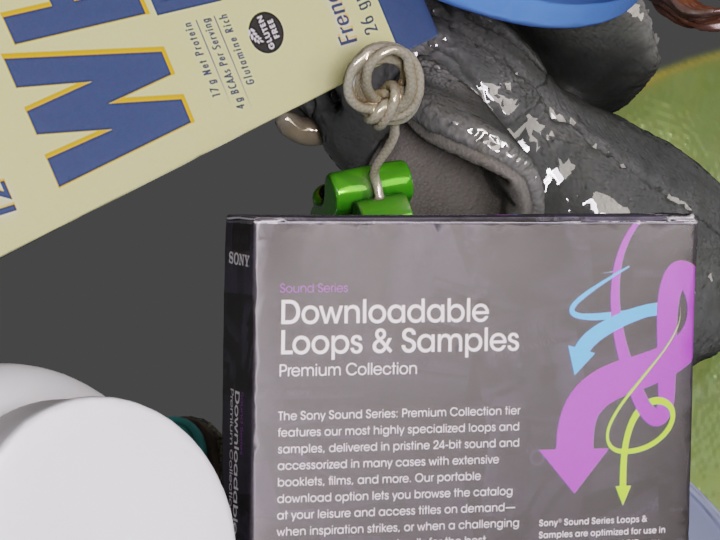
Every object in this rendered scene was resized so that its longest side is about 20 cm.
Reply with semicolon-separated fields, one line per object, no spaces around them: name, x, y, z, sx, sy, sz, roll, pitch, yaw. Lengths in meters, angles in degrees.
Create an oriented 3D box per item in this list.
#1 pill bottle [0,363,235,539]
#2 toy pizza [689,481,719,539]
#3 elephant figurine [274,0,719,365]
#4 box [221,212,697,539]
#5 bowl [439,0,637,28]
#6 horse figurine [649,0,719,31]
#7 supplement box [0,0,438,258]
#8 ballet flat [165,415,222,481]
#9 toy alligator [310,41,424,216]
pill bottle;-0.122;0.087;0.890;0.112;0.200;0.113;5;80;-32
toy pizza;0.041;0.129;0.975;0.199;0.032;0.201;4;55;-6
elephant figurine;0.041;-0.045;1.038;0.155;0.142;0.200;-30;116;7
box;0.029;0.082;0.881;0.143;0.036;0.201;0;95;-21
bowl;0.025;-0.156;1.007;0.200;0.039;0.201;23;34;-16
horse figurine;0.049;-0.146;1.111;0.200;0.050;0.133;29;36;-21
supplement box;-0.126;-0.079;0.912;0.200;0.200;0.135;-29;99;-32
ballet flat;-0.083;0.148;0.992;0.075;0.068;0.200;50;52;-40
toy alligator;0.000;0.000;0.929;0.059;0.054;0.200;-12;130;-15
